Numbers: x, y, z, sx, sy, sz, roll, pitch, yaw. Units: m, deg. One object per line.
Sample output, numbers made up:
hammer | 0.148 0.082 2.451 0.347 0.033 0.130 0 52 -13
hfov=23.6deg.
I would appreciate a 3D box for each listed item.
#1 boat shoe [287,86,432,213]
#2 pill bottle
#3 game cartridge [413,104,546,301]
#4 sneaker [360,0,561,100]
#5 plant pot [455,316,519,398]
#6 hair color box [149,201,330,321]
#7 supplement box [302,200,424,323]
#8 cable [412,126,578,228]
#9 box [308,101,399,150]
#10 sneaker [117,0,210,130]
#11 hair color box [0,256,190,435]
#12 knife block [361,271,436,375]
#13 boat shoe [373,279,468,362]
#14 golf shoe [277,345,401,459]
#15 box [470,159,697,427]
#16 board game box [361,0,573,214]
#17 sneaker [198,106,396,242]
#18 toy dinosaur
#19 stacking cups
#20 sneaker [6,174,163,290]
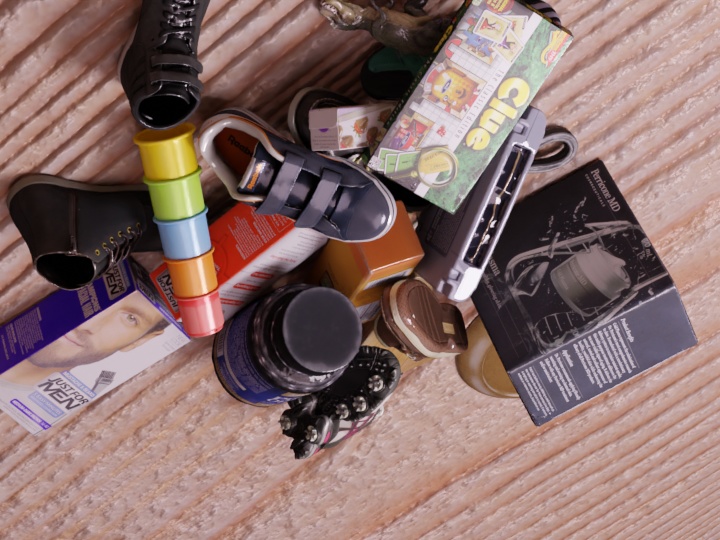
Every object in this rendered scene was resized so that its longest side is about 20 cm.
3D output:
boat shoe | 0.005 -0.116 1.681 0.201 0.060 0.072 34 81 -49
pill bottle | -0.073 0.074 1.760 0.111 0.113 0.200 -4 172 -22
game cartridge | 0.111 -0.079 1.705 0.041 0.133 0.201 20 99 -26
sneaker | 0.099 -0.190 1.660 0.199 0.075 0.088 -16 153 -2
plant pot | 0.210 0.089 2.048 0.199 0.028 0.201 -13 138 -12
hair color box | -0.102 -0.027 1.717 0.200 0.061 0.101 -38 163 14
supplement box | 0.000 0.000 1.759 0.068 0.067 0.200 -18 166 -23
cable | 0.128 -0.105 1.804 0.200 0.050 0.097 -36 123 -5
box | 0.033 -0.140 1.638 0.199 0.041 0.039 -10 101 -45
sneaker | -0.156 -0.207 1.492 0.070 0.099 0.201 4 131 -26
hair color box | -0.288 0.076 1.763 0.199 0.065 0.109 -33 139 8
knife block | 0.002 0.073 1.899 0.175 0.064 0.201 -21 140 -4
boat shoe | 0.049 0.061 1.776 0.074 0.075 0.202 -14 161 17
golf shoe | -0.008 0.132 1.859 0.088 0.078 0.200 -9 159 -41
box | 0.224 0.024 1.849 0.196 0.201 0.124 -27 139 3
board game box | 0.097 -0.157 1.572 0.104 0.023 0.201 26 108 -24
sneaker | -0.065 -0.081 1.601 0.199 0.079 0.079 27 109 6
toy dinosaur | 0.064 -0.227 1.585 0.199 0.048 0.088 25 117 -2
stacking cups | -0.165 -0.038 1.637 0.060 0.061 0.201 -15 112 -10
sneaker | -0.234 -0.024 1.645 0.199 0.107 0.075 4 133 -31
